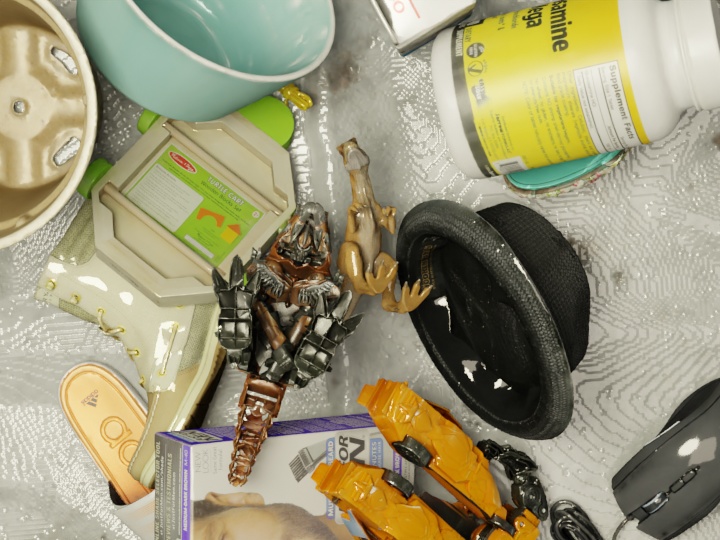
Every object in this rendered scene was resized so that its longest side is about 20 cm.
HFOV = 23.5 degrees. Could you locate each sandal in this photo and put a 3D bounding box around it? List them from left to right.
[{"bbox_3d":[-0.169,0.163,1.352,0.079,0.059,0.207,-41,92,6],"label":"sandal"}]

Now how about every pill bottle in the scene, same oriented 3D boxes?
[{"bbox_3d":[0.159,-0.138,1.231,0.199,0.112,0.113,-12,95,16],"label":"pill bottle"}]

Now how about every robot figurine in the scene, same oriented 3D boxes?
[{"bbox_3d":[0.060,0.175,1.303,0.200,0.058,0.145,44,69,-31],"label":"robot figurine"}]

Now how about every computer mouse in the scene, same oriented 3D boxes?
[{"bbox_3d":[0.258,0.188,1.342,0.200,0.046,0.141,-39,91,5],"label":"computer mouse"}]

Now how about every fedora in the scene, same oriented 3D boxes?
[{"bbox_3d":[0.115,0.023,1.296,0.091,0.200,0.201,-32,93,-27],"label":"fedora"}]

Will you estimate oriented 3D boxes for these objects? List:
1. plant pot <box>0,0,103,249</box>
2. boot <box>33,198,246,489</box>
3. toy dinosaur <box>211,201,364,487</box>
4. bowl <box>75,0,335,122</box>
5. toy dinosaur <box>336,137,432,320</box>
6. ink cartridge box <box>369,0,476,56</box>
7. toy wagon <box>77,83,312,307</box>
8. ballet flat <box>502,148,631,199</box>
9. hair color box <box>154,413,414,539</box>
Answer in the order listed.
[{"bbox_3d":[-0.272,-0.118,1.268,0.199,0.183,0.202,0,95,4],"label":"plant pot"},{"bbox_3d":[-0.179,0.052,1.323,0.154,0.072,0.201,20,76,2],"label":"boot"},{"bbox_3d":[-0.052,0.048,1.224,0.101,0.136,0.202,-4,79,-6],"label":"toy dinosaur"},{"bbox_3d":[-0.128,-0.189,1.270,0.201,0.201,0.105,43,131,-2],"label":"bowl"},{"bbox_3d":[0.000,0.000,1.302,0.060,0.106,0.201,-4,119,-31],"label":"toy dinosaur"},{"bbox_3d":[0.028,-0.221,1.238,0.066,0.200,0.116,-29,94,4],"label":"ink cartridge box"},{"bbox_3d":[-0.110,-0.065,1.316,0.155,0.040,0.200,38,69,8],"label":"toy wagon"},{"bbox_3d":[0.196,-0.118,1.308,0.200,0.064,0.076,-40,66,5],"label":"ballet flat"},{"bbox_3d":[-0.054,0.170,1.295,0.199,0.065,0.110,-2,96,-33],"label":"hair color box"}]
